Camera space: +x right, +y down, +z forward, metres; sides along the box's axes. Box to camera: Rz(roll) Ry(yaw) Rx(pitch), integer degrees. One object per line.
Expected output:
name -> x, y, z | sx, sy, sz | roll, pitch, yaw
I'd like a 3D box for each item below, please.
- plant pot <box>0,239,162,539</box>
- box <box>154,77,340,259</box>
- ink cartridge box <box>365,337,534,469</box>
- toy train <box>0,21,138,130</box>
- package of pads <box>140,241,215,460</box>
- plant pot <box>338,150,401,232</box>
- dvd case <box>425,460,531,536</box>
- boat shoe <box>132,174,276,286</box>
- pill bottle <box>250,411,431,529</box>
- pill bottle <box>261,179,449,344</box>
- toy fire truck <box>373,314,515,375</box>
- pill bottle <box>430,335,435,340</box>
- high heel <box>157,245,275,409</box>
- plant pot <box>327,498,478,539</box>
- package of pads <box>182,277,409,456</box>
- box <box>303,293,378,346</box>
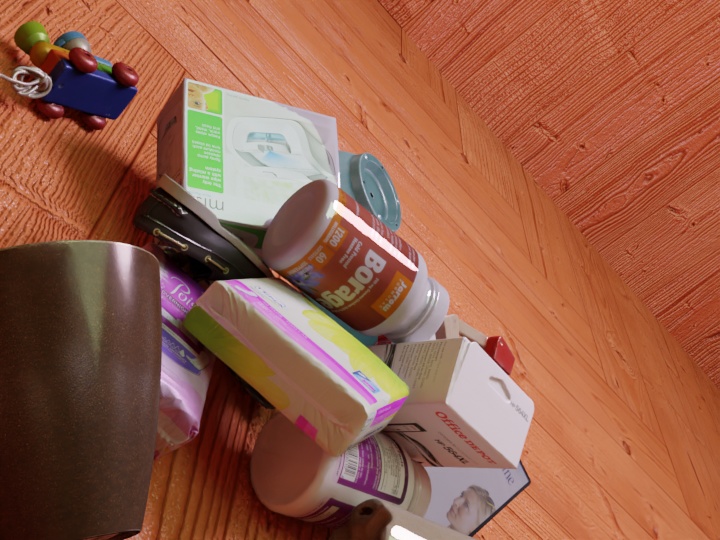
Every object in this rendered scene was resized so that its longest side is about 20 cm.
plant pot -> -0.225, 0.104, 0.753 | 0.187, 0.186, 0.201 | 14, 58, -59
box -> -0.131, -0.103, 1.174 | 0.199, 0.097, 0.177 | 11, 60, -28
ink cartridge box -> 0.068, 0.152, 1.125 | 0.146, 0.199, 0.085 | 43, 55, -33
toy train -> -0.354, -0.237, 1.139 | 0.116, 0.085, 0.200 | 49, 19, 22
package of pads -> -0.199, 0.074, 0.965 | 0.121, 0.076, 0.200 | 47, 21, -22
plant pot -> -0.025, -0.088, 1.437 | 0.200, 0.134, 0.201 | 45, 34, -42
dvd case -> 0.129, 0.257, 1.284 | 0.200, 0.018, 0.143 | -28, 92, -42
boat shoe -> -0.157, -0.021, 1.044 | 0.072, 0.061, 0.201 | 34, -8, 42
pill bottle -> -0.013, 0.218, 1.071 | 0.200, 0.112, 0.113 | 31, 30, -45
pill bottle -> 0.000, 0.000, 1.098 | 0.200, 0.112, 0.112 | 37, 25, -27
toy fire truck -> 0.105, 0.106, 1.256 | 0.200, 0.049, 0.141 | 46, 55, -32
pill bottle -> 0.100, 0.157, 1.408 | 0.200, 0.109, 0.109 | 57, 21, 10
high heel -> -0.148, 0.061, 1.087 | 0.200, 0.071, 0.143 | 45, 14, -42
plant pot -> 0.056, 0.323, 0.980 | 0.183, 0.201, 0.201 | 33, 26, -16
package of pads -> -0.056, 0.086, 0.990 | 0.200, 0.068, 0.154 | 40, 12, 13
box -> 0.006, 0.068, 1.332 | 0.082, 0.049, 0.200 | 35, 4, -39
